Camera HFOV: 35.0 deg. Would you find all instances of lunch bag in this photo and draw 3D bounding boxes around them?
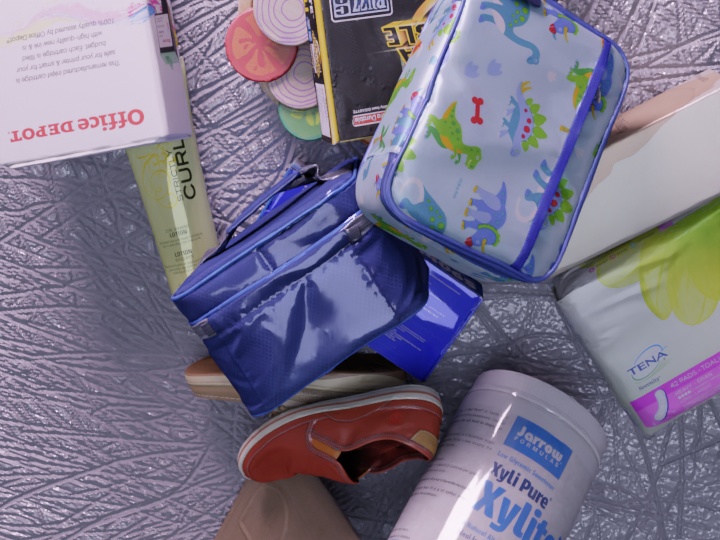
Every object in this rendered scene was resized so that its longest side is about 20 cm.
[{"bbox_3d":[0.101,-0.100,0.829,0.159,0.082,0.202,28,81,-18],"label":"lunch bag"},{"bbox_3d":[-0.043,-0.002,0.899,0.199,0.136,0.133,-35,101,10],"label":"lunch bag"}]

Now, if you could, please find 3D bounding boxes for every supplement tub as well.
[{"bbox_3d":[0.107,0.199,0.943,0.131,0.132,0.201,34,67,-5],"label":"supplement tub"}]

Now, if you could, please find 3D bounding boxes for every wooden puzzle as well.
[{"bbox_3d":[-0.072,0.283,1.030,0.046,0.185,0.201,19,110,-42],"label":"wooden puzzle"}]

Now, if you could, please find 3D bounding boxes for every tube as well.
[{"bbox_3d":[-0.164,-0.074,0.982,0.057,0.052,0.203,-19,101,-35],"label":"tube"}]

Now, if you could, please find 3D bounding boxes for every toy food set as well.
[{"bbox_3d":[-0.010,-0.201,0.929,0.195,0.049,0.203,10,107,2],"label":"toy food set"}]

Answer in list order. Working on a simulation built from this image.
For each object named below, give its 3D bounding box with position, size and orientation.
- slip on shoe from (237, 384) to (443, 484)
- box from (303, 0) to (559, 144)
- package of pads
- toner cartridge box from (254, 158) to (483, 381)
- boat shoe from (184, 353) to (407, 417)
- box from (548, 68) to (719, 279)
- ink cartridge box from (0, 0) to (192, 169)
[{"bbox_3d":[-0.021,0.151,0.971,0.198,0.062,0.074,-17,143,23],"label":"slip on shoe"},{"bbox_3d":[0.057,-0.193,0.878,0.197,0.049,0.162,-11,102,-15],"label":"box"},{"bbox_3d":[0.277,0.022,0.956,0.199,0.068,0.155,-33,101,13],"label":"package of pads"},{"bbox_3d":[0.000,0.000,0.989,0.199,0.043,0.096,34,105,-5],"label":"toner cartridge box"},{"bbox_3d":[-0.058,0.110,1.012,0.197,0.071,0.066,2,106,4],"label":"boat shoe"},{"bbox_3d":[0.214,-0.077,0.921,0.198,0.095,0.078,-27,102,11],"label":"box"},{"bbox_3d":[-0.227,-0.193,0.918,0.142,0.084,0.203,-8,95,8],"label":"ink cartridge box"}]
